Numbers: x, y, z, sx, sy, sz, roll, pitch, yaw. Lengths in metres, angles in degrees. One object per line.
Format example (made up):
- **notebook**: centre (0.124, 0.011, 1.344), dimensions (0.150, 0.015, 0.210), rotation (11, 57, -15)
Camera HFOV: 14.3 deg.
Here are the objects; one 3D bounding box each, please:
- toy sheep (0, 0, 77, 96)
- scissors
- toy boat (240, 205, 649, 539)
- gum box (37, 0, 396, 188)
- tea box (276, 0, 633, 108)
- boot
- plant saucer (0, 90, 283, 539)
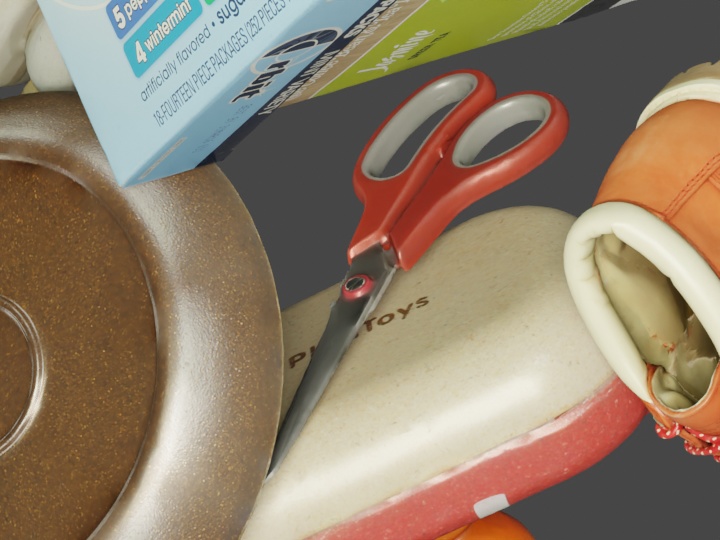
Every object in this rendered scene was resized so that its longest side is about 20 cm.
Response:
- **toy sheep**: centre (-0.110, -0.126, 0.986), dimensions (0.138, 0.138, 0.200), rotation (-45, 85, 5)
- **scissors**: centre (0.000, 0.000, 0.954), dimensions (0.073, 0.014, 0.200), rotation (11, 50, 39)
- **toy boat**: centre (0.019, 0.076, 0.972), dimensions (0.200, 0.131, 0.131), rotation (-26, 113, 8)
- **gum box**: centre (-0.060, -0.149, 0.843), dimensions (0.044, 0.170, 0.201), rotation (-17, 79, -35)
- **tea box**: centre (0.033, -0.184, 0.919), dimensions (0.196, 0.134, 0.201), rotation (-18, 82, -28)
- **boot**: centre (0.130, 0.044, 0.905), dimensions (0.075, 0.107, 0.200), rotation (-23, 104, 37)
- **plant saucer**: centre (-0.117, 0.037, 0.918), dimensions (0.200, 0.032, 0.201), rotation (-7, 75, 28)
